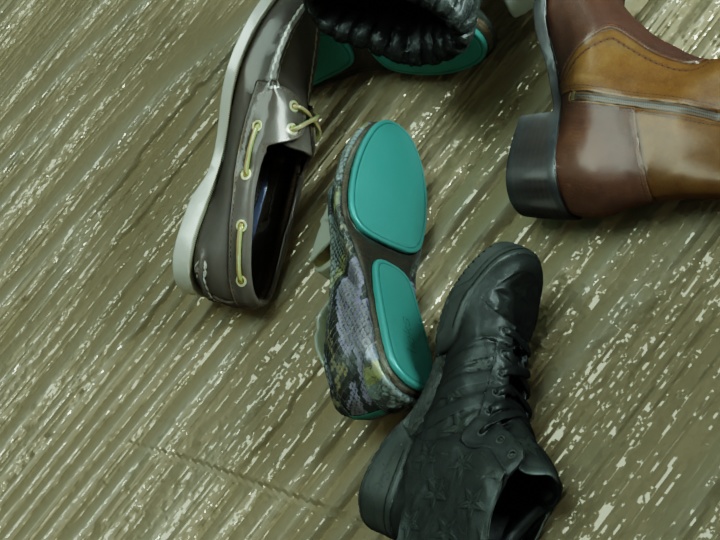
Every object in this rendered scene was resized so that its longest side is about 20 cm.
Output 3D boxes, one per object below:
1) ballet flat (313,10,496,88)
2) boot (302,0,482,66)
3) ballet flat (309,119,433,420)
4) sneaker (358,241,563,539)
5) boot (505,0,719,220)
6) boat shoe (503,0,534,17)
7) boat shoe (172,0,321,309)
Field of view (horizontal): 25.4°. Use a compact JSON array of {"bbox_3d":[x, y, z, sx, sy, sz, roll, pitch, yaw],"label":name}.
[{"bbox_3d":[0.006,-0.162,1.028,0.198,0.068,0.069,-2,49,36],"label":"ballet flat"},{"bbox_3d":[-0.003,-0.205,0.957,0.209,0.080,0.159,7,62,36],"label":"boot"},{"bbox_3d":[0.000,0.000,0.911,0.071,0.072,0.202,-22,46,23],"label":"ballet flat"},{"bbox_3d":[0.068,0.087,0.799,0.104,0.060,0.201,19,76,45],"label":"sneaker"},{"bbox_3d":[0.184,-0.115,0.853,0.198,0.069,0.190,-2,58,36],"label":"boot"},{"bbox_3d":[0.068,-0.227,1.029,0.070,0.071,0.201,-38,50,3],"label":"boat shoe"},{"bbox_3d":[-0.056,-0.076,0.986,0.059,0.072,0.202,16,85,27],"label":"boat shoe"}]
